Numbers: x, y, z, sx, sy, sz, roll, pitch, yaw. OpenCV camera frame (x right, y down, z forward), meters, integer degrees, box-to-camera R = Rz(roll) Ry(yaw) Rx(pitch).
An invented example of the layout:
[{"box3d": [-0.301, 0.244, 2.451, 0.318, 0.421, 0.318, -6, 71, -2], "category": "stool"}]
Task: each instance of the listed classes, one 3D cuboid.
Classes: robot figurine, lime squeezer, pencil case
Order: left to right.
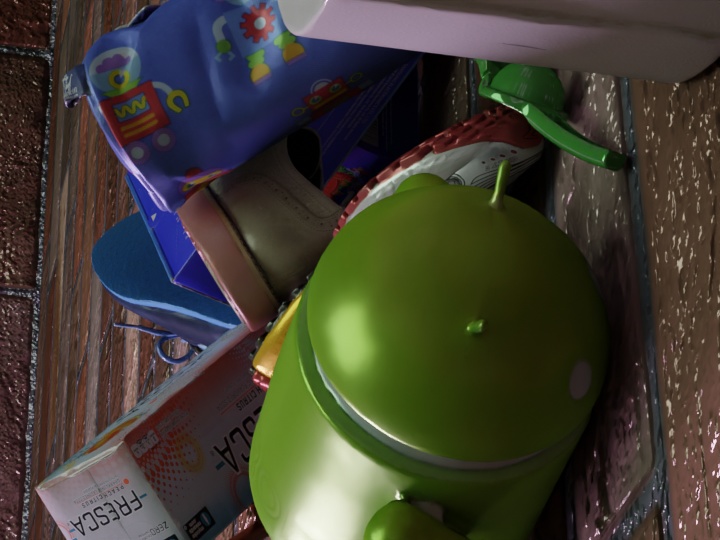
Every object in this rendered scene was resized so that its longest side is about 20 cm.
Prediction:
[{"box3d": [-0.029, -0.108, 1.125, 0.087, 0.199, 0.078, 62, -171, 18], "category": "pencil case"}, {"box3d": [0.024, 0.049, 0.975, 0.201, 0.115, 0.176, 110, 170, -50], "category": "robot figurine"}, {"box3d": [0.074, -0.089, 1.035, 0.071, 0.038, 0.201, -38, 37, 30], "category": "lime squeezer"}]

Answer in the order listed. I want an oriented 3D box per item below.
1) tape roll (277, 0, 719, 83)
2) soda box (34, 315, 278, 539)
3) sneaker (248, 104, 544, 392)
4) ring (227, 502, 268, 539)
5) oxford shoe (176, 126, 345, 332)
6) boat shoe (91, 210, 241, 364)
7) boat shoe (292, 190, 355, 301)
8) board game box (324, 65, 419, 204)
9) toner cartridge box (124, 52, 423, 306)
[{"box3d": [0.056, -0.171, 0.877, 0.203, 0.138, 0.205, -175, 90, -78], "category": "tape roll"}, {"box3d": [-0.074, 0.083, 1.288, 0.063, 0.069, 0.200, -29, 6, 32], "category": "soda box"}, {"box3d": [0.030, 0.006, 1.112, 0.082, 0.078, 0.200, 46, 134, 14], "category": "sneaker"}, {"box3d": [-0.055, 0.131, 1.192, 0.019, 0.200, 0.200, 58, 168, -4], "category": "ring"}, {"box3d": [-0.054, -0.049, 1.211, 0.071, 0.073, 0.200, 59, -179, -42], "category": "oxford shoe"}, {"box3d": [-0.088, 0.024, 1.487, 0.200, 0.084, 0.069, 32, 160, 52], "category": "boat shoe"}, {"box3d": [0.000, 0.000, 1.253, 0.200, 0.061, 0.076, -159, 77, -78], "category": "boat shoe"}, {"box3d": [-0.030, -0.118, 1.366, 0.134, 0.045, 0.201, -29, 50, 42], "category": "board game box"}, {"box3d": [-0.035, -0.089, 1.280, 0.200, 0.043, 0.095, -52, 37, 20], "category": "toner cartridge box"}]
